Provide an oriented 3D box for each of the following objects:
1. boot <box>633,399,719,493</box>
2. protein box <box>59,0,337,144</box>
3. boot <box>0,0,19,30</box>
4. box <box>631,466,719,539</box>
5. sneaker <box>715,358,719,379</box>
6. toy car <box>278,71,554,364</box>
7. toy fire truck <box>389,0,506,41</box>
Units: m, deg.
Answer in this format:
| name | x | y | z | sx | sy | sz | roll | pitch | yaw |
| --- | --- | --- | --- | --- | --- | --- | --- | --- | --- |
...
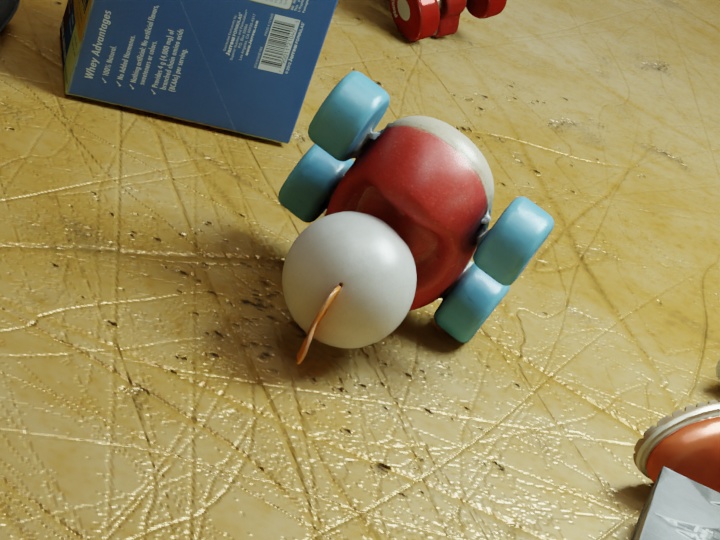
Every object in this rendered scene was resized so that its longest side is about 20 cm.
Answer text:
| name | x | y | z | sx | sy | sz | roll | pitch | yaw |
| --- | --- | --- | --- | --- | --- | --- | --- | --- | --- |
| boot | 0.288 | 0.154 | 1.322 | 0.199 | 0.075 | 0.108 | 12 | 32 | -21 |
| protein box | -0.134 | -0.242 | 1.615 | 0.199 | 0.200 | 0.135 | 12 | 27 | -18 |
| boot | -0.370 | -0.224 | 1.557 | 0.181 | 0.073 | 0.201 | 27 | 30 | -20 |
| box | 0.238 | 0.217 | 1.188 | 0.158 | 0.049 | 0.200 | 25 | 26 | 8 |
| sneaker | 0.354 | 0.119 | 1.456 | 0.099 | 0.075 | 0.200 | -19 | 43 | -26 |
| toy car | 0.000 | 0.000 | 1.355 | 0.184 | 0.177 | 0.200 | 38 | 57 | 5 |
| toy fire truck | 0.067 | -0.347 | 1.976 | 0.112 | 0.201 | 0.168 | -21 | 47 | -24 |
